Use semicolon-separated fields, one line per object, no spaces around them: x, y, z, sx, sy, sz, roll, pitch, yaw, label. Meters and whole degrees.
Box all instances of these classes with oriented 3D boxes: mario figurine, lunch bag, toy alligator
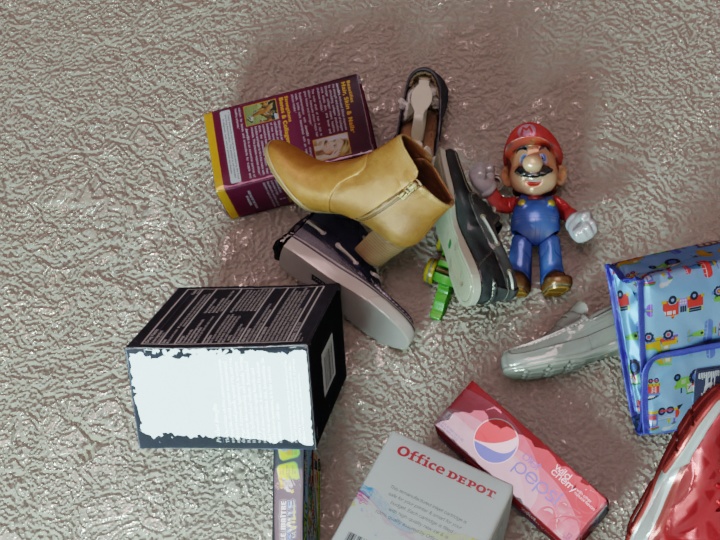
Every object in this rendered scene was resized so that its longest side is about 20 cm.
0.197;-0.076;1.493;0.122;0.106;0.203;7;73;-30;mario figurine
0.358;0.083;1.400;0.148;0.094;0.203;-11;103;-10;lunch bag
0.123;-0.039;1.522;0.059;0.054;0.202;20;73;15;toy alligator

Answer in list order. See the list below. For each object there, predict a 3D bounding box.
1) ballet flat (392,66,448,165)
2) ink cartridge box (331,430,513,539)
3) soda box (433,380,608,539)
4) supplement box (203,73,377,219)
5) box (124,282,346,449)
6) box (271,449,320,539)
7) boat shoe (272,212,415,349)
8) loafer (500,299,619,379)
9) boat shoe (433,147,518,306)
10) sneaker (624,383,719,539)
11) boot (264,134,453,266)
0.066;-0.157;1.569;0.072;0.073;0.203;7;70;11;ballet flat
0.051;0.301;1.327;0.144;0.145;0.201;23;57;16;ink cartridge box
0.174;0.215;1.411;0.200;0.064;0.070;40;79;21;soda box
-0.081;-0.149;1.580;0.197;0.086;0.112;-14;68;4;supplement box
-0.128;0.102;1.416;0.195;0.200;0.125;0;108;10;box
-0.068;0.287;1.396;0.034;0.110;0.203;-3;69;7;box
0.000;0.000;1.521;0.199;0.075;0.093;37;61;9;boat shoe
0.247;0.070;1.453;0.197;0.070;0.071;-16;73;-7;loafer
0.124;-0.051;1.467;0.067;0.072;0.202;-7;60;-15;boat shoe
0.369;0.225;1.356;0.115;0.078;0.202;28;108;7;sneaker
0.001;-0.110;1.450;0.201;0.144;0.071;43;37;-3;boot
